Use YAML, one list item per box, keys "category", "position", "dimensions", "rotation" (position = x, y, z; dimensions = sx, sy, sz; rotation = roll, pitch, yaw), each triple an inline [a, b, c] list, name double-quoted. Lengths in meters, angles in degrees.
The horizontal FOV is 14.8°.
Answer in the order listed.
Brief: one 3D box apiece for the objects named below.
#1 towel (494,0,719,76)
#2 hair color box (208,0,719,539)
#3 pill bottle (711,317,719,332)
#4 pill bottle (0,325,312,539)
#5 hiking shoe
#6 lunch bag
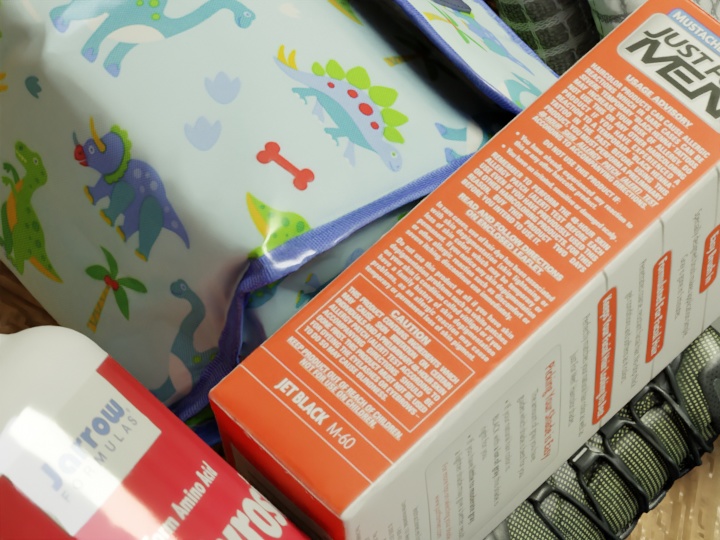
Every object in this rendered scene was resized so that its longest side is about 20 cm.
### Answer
- category: "towel"
  position: [0.109, -0.147, 1.096]
  dimensions: [0.166, 0.085, 0.200]
  rotation: [66, 34, -31]
- category: "hair color box"
  position: [0.048, 0.015, 0.870]
  dimensions: [0.200, 0.111, 0.064]
  rotation: [-41, 66, -17]
- category: "pill bottle"
  position: [0.200, 0.000, 1.069]
  dimensions: [0.200, 0.112, 0.112]
  rotation: [-3, 61, -47]
- category: "pill bottle"
  position: [-0.083, 0.090, 0.797]
  dimensions: [0.200, 0.112, 0.112]
  rotation: [42, 43, -4]
- category: "hiking shoe"
  position: [0.080, 0.053, 0.941]
  dimensions: [0.076, 0.100, 0.200]
  rotation: [51, 38, -45]
- category: "lunch bag"
  position: [-0.028, -0.060, 0.919]
  dimensions: [0.200, 0.128, 0.170]
  rotation: [-26, 66, -42]
